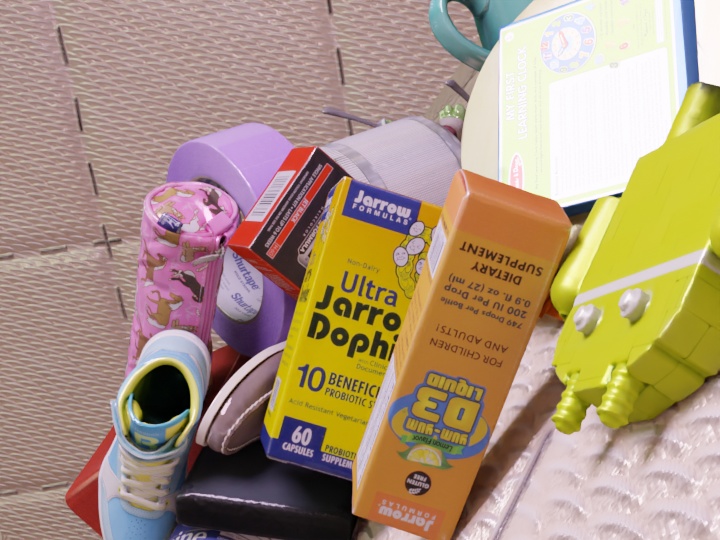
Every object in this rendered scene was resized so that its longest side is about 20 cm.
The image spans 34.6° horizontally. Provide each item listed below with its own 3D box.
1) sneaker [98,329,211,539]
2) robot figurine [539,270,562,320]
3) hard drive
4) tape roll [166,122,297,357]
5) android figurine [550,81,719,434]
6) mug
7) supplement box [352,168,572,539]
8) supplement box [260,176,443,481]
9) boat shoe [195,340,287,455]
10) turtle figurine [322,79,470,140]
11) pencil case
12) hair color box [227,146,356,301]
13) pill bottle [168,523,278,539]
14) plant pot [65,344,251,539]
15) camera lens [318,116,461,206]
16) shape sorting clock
[{"bbox_3d":[-0.171,0.151,0.915,0.131,0.078,0.204,-143,64,-85],"label":"sneaker"},{"bbox_3d":[0.129,-0.035,0.813,0.146,0.058,0.200,-54,6,10],"label":"robot figurine"},{"bbox_3d":[-0.058,0.149,0.960,0.200,0.137,0.033,-66,-20,-64],"label":"hard drive"},{"bbox_3d":[-0.100,-0.027,1.046,0.065,0.202,0.200,-21,-14,-31],"label":"tape roll"},{"bbox_3d":[0.148,-0.012,0.547,0.202,0.041,0.182,-61,9,-15],"label":"android figurine"},{"bbox_3d":[0.162,-0.204,0.977,0.182,0.116,0.152,-18,-8,14],"label":"mug"},{"bbox_3d":[0.054,0.050,0.661,0.069,0.066,0.203,-89,16,-72],"label":"supplement box"},{"bbox_3d":[0.005,0.047,0.846,0.109,0.107,0.203,168,118,-82],"label":"supplement box"},{"bbox_3d":[-0.057,0.099,0.945,0.199,0.059,0.072,-33,-25,-55],"label":"boat shoe"},{"bbox_3d":[0.098,-0.158,1.274,0.143,0.201,0.194,-34,7,33],"label":"turtle figurine"},{"bbox_3d":[-0.158,0.025,1.006,0.087,0.081,0.202,-93,15,-57],"label":"pencil case"},{"bbox_3d":[0.000,0.000,0.947,0.102,0.199,0.061,-56,23,-11],"label":"hair color box"},{"bbox_3d":[-0.109,0.247,0.928,0.111,0.110,0.201,-51,7,35],"label":"pill bottle"},{"bbox_3d":[-0.132,0.188,1.134,0.176,0.200,0.200,-42,10,22],"label":"plant pot"},{"bbox_3d":[0.010,-0.051,1.115,0.198,0.161,0.160,-23,-13,-32],"label":"camera lens"},{"bbox_3d":[0.143,-0.097,0.696,0.198,0.039,0.203,-17,62,33],"label":"shape sorting clock"}]
